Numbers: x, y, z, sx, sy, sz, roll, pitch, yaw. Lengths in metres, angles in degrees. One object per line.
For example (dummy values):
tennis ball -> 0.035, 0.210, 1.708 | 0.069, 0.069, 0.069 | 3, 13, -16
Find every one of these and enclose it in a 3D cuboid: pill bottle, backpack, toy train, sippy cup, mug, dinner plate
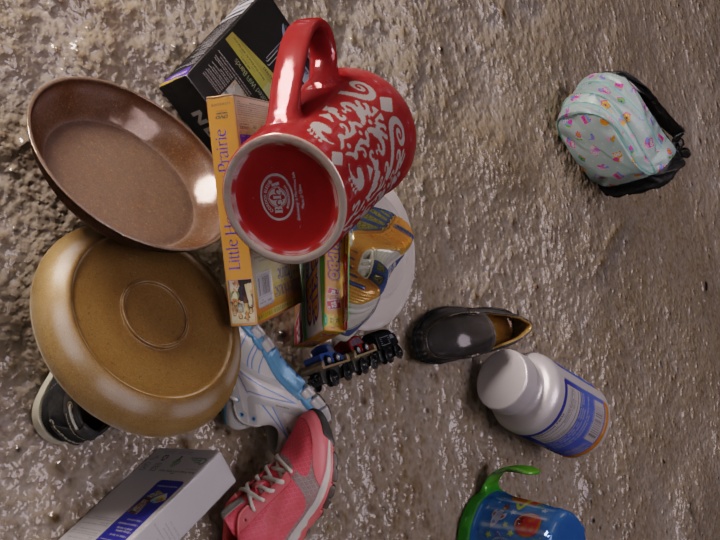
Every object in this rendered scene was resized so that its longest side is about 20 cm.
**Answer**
pill bottle -> 0.248, 0.180, 1.216 | 0.199, 0.111, 0.114 | 30, 63, -39
backpack -> 0.411, -0.219, 1.427 | 0.201, 0.166, 0.127 | 51, 56, -19
toy train -> -0.007, 0.095, 0.988 | 0.199, 0.034, 0.046 | -11, 80, -62
sippy cup -> 0.214, 0.354, 1.137 | 0.140, 0.129, 0.179 | -44, 115, -40
mug -> -0.049, -0.109, 0.778 | 0.178, 0.133, 0.200 | 52, 27, -10
dinner plate -> 0.006, -0.030, 1.060 | 0.199, 0.024, 0.203 | 9, 78, -46

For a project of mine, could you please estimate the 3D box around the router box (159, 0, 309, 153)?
router box -> -0.098, -0.168, 0.950 | 0.201, 0.052, 0.158 | 54, 50, -26

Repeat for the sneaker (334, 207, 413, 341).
sneaker -> 0.000, 0.000, 0.991 | 0.075, 0.089, 0.200 | 28, 33, 5

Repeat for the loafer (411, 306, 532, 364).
loafer -> 0.146, 0.078, 1.152 | 0.199, 0.072, 0.074 | -11, 93, -46

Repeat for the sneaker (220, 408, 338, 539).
sneaker -> -0.087, 0.227, 0.853 | 0.086, 0.074, 0.203 | 19, 92, -29

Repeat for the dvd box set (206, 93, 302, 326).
dvd box set -> -0.096, -0.059, 0.837 | 0.146, 0.029, 0.203 | -29, 114, -75

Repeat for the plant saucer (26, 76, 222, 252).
plant saucer -> -0.206, -0.087, 0.786 | 0.199, 0.037, 0.202 | 31, 34, -24

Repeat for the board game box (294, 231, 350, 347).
board game box -> -0.040, 0.021, 0.888 | 0.030, 0.200, 0.097 | 3, 80, -15

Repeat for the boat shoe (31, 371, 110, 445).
boat shoe -> -0.219, 0.054, 0.777 | 0.071, 0.067, 0.202 | 32, 59, -34

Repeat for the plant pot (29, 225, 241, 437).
plant pot -> -0.180, 0.041, 0.754 | 0.199, 0.027, 0.202 | 27, 45, -30

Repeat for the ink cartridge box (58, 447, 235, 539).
ink cartridge box -> -0.203, 0.225, 0.741 | 0.200, 0.099, 0.040 | -41, 113, -41

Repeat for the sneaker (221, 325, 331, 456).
sneaker -> -0.115, 0.108, 0.878 | 0.087, 0.075, 0.201 | -45, 109, -18
